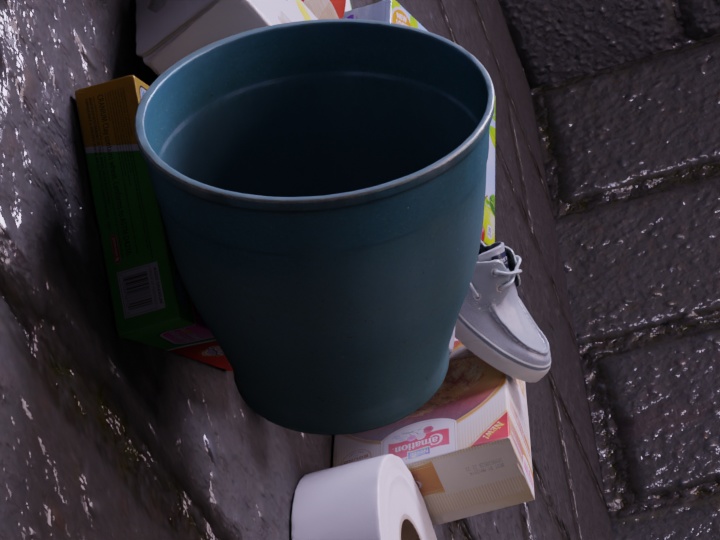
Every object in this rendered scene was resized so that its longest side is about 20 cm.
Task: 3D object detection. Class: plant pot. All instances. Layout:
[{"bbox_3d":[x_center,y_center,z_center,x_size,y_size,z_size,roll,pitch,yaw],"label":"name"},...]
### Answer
[{"bbox_3d":[-0.019,-0.017,0.971,0.201,0.199,0.189,-88,174,-54],"label":"plant pot"}]

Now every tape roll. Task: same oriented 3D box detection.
[{"bbox_3d":[0.014,0.243,1.254,0.202,0.070,0.204,-15,90,-79],"label":"tape roll"}]

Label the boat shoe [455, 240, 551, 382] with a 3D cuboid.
[{"bbox_3d":[0.092,0.004,1.364,0.201,0.072,0.070,45,29,1],"label":"boat shoe"}]

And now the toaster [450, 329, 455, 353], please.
[{"bbox_3d":[-0.005,0.014,1.300,0.114,0.128,0.201,-73,146,-67],"label":"toaster"}]

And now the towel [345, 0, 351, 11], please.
[{"bbox_3d":[-0.033,-0.258,1.722,0.200,0.023,0.154,21,56,-76],"label":"towel"}]

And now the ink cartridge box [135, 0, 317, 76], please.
[{"bbox_3d":[-0.058,-0.131,1.156,0.200,0.083,0.145,45,16,-29],"label":"ink cartridge box"}]

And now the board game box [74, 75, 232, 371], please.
[{"bbox_3d":[-0.112,-0.023,1.065,0.200,0.040,0.154,31,46,-73],"label":"board game box"}]

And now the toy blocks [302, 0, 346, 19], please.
[{"bbox_3d":[-0.058,-0.202,1.309,0.201,0.099,0.137,-63,145,-31],"label":"toy blocks"}]

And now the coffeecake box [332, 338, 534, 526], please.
[{"bbox_3d":[0.061,0.121,1.412,0.201,0.153,0.073,-88,158,-55],"label":"coffeecake box"}]

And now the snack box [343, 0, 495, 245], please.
[{"bbox_3d":[0.051,-0.125,1.526,0.200,0.067,0.170,37,49,-50],"label":"snack box"}]
